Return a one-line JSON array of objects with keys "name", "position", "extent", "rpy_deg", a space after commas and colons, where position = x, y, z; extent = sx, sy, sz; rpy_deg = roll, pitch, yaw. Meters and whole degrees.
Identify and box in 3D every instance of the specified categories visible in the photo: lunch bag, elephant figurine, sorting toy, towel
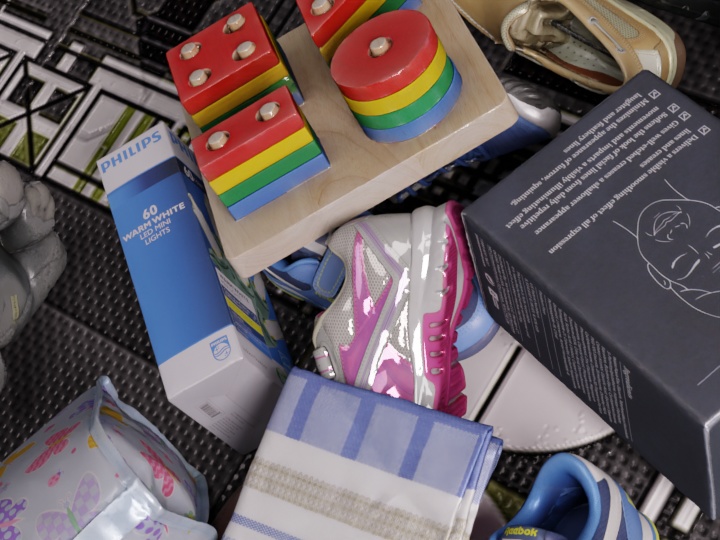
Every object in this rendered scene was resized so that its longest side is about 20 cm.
[{"name": "lunch bag", "position": [-0.178, 0.171, 0.925], "extent": [0.170, 0.200, 0.127], "rpy_deg": [-44, 97, -3]}, {"name": "elephant figurine", "position": [-0.327, -0.014, 1.146], "extent": [0.199, 0.142, 0.155], "rpy_deg": [3, 38, 28]}, {"name": "sorting toy", "position": [-0.026, -0.122, 0.997], "extent": [0.198, 0.070, 0.201], "rpy_deg": [-29, 39, 6]}, {"name": "towel", "position": [-0.013, 0.164, 0.863], "extent": [0.146, 0.024, 0.201], "rpy_deg": [14, 77, 29]}]

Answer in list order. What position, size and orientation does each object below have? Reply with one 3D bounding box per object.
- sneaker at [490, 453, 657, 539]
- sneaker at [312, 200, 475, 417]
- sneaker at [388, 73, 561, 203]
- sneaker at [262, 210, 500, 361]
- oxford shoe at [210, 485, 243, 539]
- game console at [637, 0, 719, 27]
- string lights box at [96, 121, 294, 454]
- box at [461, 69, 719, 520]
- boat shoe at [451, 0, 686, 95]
[{"name": "sneaker", "position": [0.086, 0.185, 0.823], "extent": [0.074, 0.083, 0.201], "rpy_deg": [2, 46, 39]}, {"name": "sneaker", "position": [0.015, 0.056, 0.936], "extent": [0.088, 0.081, 0.202], "rpy_deg": [6, 92, 19]}, {"name": "sneaker", "position": [0.043, -0.084, 1.037], "extent": [0.199, 0.076, 0.078], "rpy_deg": [-4, 69, 35]}, {"name": "sneaker", "position": [0.000, 0.000, 1.001], "extent": [0.199, 0.082, 0.074], "rpy_deg": [20, 73, 30]}, {"name": "oxford shoe", "position": [-0.093, 0.224, 0.949], "extent": [0.072, 0.071, 0.201], "rpy_deg": [12, 69, 58]}, {"name": "game console", "position": [0.186, -0.252, 1.027], "extent": [0.200, 0.175, 0.117], "rpy_deg": [37, 112, 36]}, {"name": "string lights box", "position": [-0.106, 0.011, 1.033], "extent": [0.059, 0.103, 0.201], "rpy_deg": [-29, 56, 10]}, {"name": "box", "position": [0.180, 0.009, 0.877], "extent": [0.148, 0.107, 0.200], "rpy_deg": [-37, 53, -12]}, {"name": "boat shoe", "position": [0.116, -0.169, 1.023], "extent": [0.199, 0.076, 0.072], "rpy_deg": [31, 124, 35]}]
